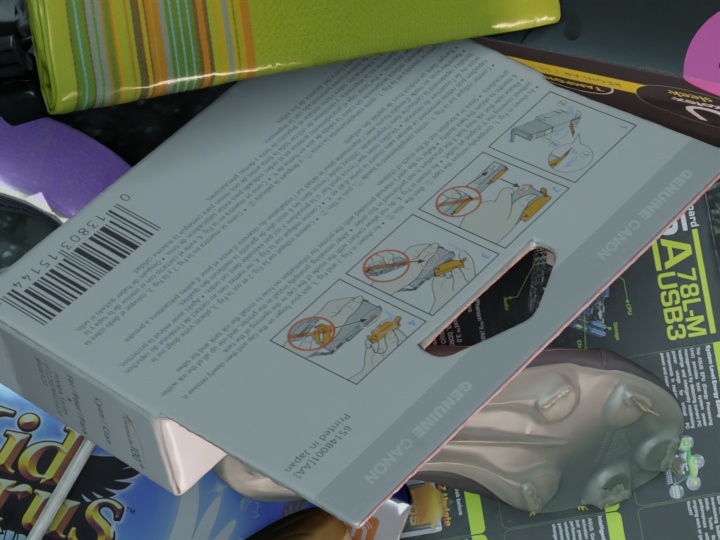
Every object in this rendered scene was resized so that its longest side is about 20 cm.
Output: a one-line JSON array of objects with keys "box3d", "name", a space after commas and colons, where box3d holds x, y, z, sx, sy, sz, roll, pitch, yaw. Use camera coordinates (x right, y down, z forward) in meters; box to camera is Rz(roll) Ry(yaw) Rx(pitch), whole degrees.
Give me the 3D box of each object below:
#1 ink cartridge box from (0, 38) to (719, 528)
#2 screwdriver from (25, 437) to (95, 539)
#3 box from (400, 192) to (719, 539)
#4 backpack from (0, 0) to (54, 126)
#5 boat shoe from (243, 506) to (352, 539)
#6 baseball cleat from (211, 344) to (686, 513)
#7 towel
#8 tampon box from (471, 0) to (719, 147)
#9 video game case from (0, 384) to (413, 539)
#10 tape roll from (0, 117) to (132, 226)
[{"box3d": [0.000, 0.000, 0.923, 0.176, 0.045, 0.200, 28, 55, 33], "name": "ink cartridge box"}, {"box3d": [-0.110, 0.087, 0.962, 0.028, 0.029, 0.200, 30, 94, -6], "name": "screwdriver"}, {"box3d": [0.054, 0.065, 1.064, 0.193, 0.048, 0.200, -10, 84, 0], "name": "box"}, {"box3d": [-0.140, -0.169, 0.947, 0.200, 0.154, 0.191, 33, 93, 3], "name": "backpack"}, {"box3d": [-0.076, 0.161, 0.952, 0.201, 0.072, 0.066, -35, 94, -2], "name": "boat shoe"}, {"box3d": [0.022, 0.039, 0.996, 0.200, 0.106, 0.070, 5, 117, -34], "name": "baseball cleat"}, {"box3d": [-0.022, -0.109, 0.913, 0.200, 0.018, 0.086, -13, 102, -30], "name": "towel"}, {"box3d": [0.136, -0.154, 1.019, 0.150, 0.126, 0.200, 13, 84, 30], "name": "tampon box"}, {"box3d": [-0.104, 0.133, 1.005, 0.200, 0.045, 0.181, 19, 96, -6], "name": "video game case"}, {"box3d": [-0.152, 0.038, 1.069, 0.200, 0.066, 0.200, 0, 84, 2], "name": "tape roll"}]
